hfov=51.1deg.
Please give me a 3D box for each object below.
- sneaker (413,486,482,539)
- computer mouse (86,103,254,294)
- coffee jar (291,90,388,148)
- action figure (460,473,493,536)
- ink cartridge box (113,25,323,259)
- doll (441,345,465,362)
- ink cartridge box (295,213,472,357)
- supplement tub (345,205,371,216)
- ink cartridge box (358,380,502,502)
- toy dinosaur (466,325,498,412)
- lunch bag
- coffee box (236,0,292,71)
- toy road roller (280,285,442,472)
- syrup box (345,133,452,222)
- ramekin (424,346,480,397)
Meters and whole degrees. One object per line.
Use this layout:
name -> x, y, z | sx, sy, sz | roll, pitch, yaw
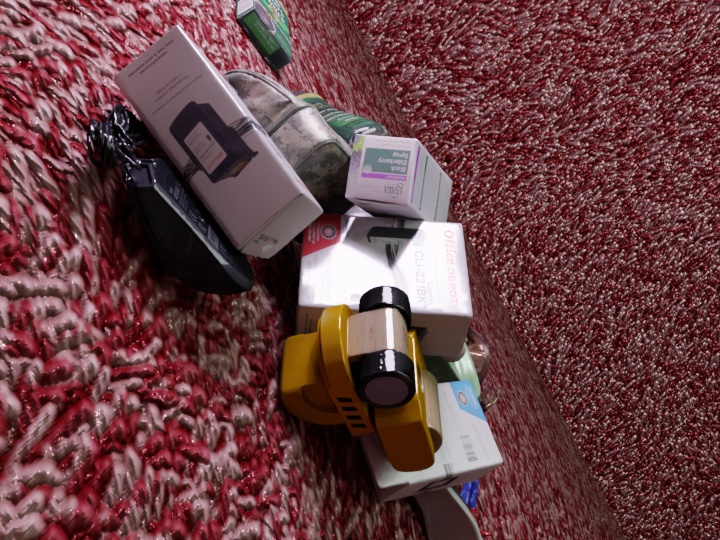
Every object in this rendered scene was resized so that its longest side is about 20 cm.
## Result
sneaker -> 0.116, 0.305, 1.007 | 0.202, 0.070, 0.099 | 60, 19, 6
computer mouse -> -0.174, -0.049, 0.672 | 0.201, 0.053, 0.139 | 52, 6, -18
coffee jar -> -0.049, -0.189, 1.094 | 0.199, 0.085, 0.105 | 34, -43, 40
action figure -> 0.169, 0.305, 1.169 | 0.065, 0.051, 0.202 | 36, 41, -51
ink cartridge box -> -0.133, -0.118, 0.749 | 0.201, 0.084, 0.145 | 53, 3, 5
doll -> 0.095, 0.042, 1.102 | 0.136, 0.048, 0.202 | 5, 58, -60
ink cartridge box -> 0.026, 0.016, 0.892 | 0.084, 0.197, 0.146 | 101, -9, -50
supplement tub -> 0.000, 0.000, 1.037 | 0.123, 0.122, 0.202 | 45, 23, -48
ink cartridge box -> 0.066, 0.207, 0.920 | 0.198, 0.067, 0.117 | 1, 58, -37
toy dinosaur -> 0.198, 0.184, 1.356 | 0.135, 0.203, 0.085 | 26, 18, 40
lunch bag -> -0.096, -0.146, 0.931 | 0.168, 0.139, 0.200 | 54, 9, 19
coffee box -> -0.177, -0.467, 1.382 | 0.123, 0.044, 0.201 | 51, 19, -38
toy road roller -> 0.000, 0.122, 0.806 | 0.124, 0.144, 0.201 | -90, 163, -47
syrup box -> 0.054, -0.103, 0.944 | 0.200, 0.078, 0.083 | 25, 73, -70
ramekin -> 0.107, 0.133, 1.222 | 0.201, 0.097, 0.201 | 56, 16, -25
